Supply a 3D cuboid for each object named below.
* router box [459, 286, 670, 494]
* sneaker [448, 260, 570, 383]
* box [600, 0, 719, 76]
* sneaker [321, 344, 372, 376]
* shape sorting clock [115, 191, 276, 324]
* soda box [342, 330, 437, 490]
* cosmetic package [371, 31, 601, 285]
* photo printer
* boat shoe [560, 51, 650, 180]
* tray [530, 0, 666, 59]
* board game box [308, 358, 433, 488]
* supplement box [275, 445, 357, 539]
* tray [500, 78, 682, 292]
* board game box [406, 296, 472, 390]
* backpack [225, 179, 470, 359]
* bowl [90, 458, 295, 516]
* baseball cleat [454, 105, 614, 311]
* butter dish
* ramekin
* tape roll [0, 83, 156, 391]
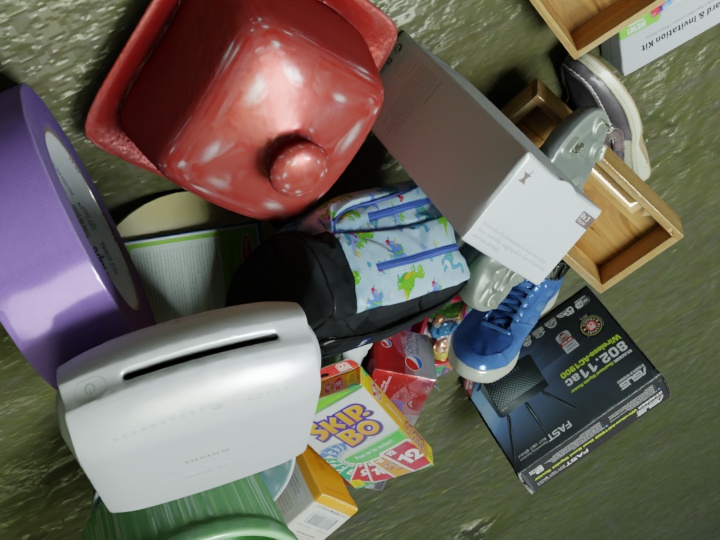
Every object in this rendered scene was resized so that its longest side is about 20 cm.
[{"bbox_3d":[0.233,0.137,1.078,0.199,0.151,0.062,-36,138,4],"label":"router box"},{"bbox_3d":[0.156,0.021,0.939,0.199,0.076,0.113,-38,147,-42],"label":"sneaker"},{"bbox_3d":[0.271,-0.287,0.789,0.154,0.041,0.201,-29,139,-4],"label":"box"},{"bbox_3d":[-0.009,0.057,0.917,0.079,0.077,0.202,-13,136,-32],"label":"sneaker"},{"bbox_3d":[-0.140,0.035,0.782,0.197,0.039,0.204,-3,97,-27],"label":"shape sorting clock"},{"bbox_3d":[0.019,0.153,1.001,0.069,0.064,0.202,11,131,-11],"label":"soda box"},{"bbox_3d":[0.086,-0.092,0.735,0.112,0.201,0.081,27,112,-41],"label":"cosmetic package"},{"bbox_3d":[-0.107,0.091,0.606,0.163,0.070,0.201,-15,157,-15],"label":"photo printer"},{"bbox_3d":[0.227,-0.131,0.885,0.065,0.072,0.200,-41,144,3],"label":"boat shoe"},{"bbox_3d":[0.157,-0.261,0.711,0.098,0.038,0.199,-30,135,25],"label":"tray"},{"bbox_3d":[-0.006,0.158,0.930,0.094,0.030,0.201,-20,135,16],"label":"board game box"},{"bbox_3d":[-0.114,0.263,1.002,0.199,0.127,0.073,-42,139,11],"label":"supplement box"},{"bbox_3d":[0.195,-0.075,0.859,0.199,0.037,0.098,39,125,-18],"label":"tray"},{"bbox_3d":[0.094,0.063,1.005,0.157,0.039,0.200,-39,138,7],"label":"board game box"},{"bbox_3d":[0.000,0.000,0.760,0.197,0.157,0.163,0,160,-36],"label":"backpack"},{"bbox_3d":[-0.171,0.170,0.896,0.197,0.106,0.203,-17,136,-16],"label":"bowl"},{"bbox_3d":[0.130,-0.067,0.807,0.069,0.106,0.202,22,105,-48],"label":"baseball cleat"},{"bbox_3d":[-0.066,-0.110,0.667,0.198,0.149,0.201,21,117,-41],"label":"butter dish"},{"bbox_3d":[-0.156,0.261,0.838,0.197,0.098,0.202,-17,136,-17],"label":"ramekin"},{"bbox_3d":[-0.207,-0.019,0.624,0.065,0.201,0.202,-27,138,-6],"label":"tape roll"}]
